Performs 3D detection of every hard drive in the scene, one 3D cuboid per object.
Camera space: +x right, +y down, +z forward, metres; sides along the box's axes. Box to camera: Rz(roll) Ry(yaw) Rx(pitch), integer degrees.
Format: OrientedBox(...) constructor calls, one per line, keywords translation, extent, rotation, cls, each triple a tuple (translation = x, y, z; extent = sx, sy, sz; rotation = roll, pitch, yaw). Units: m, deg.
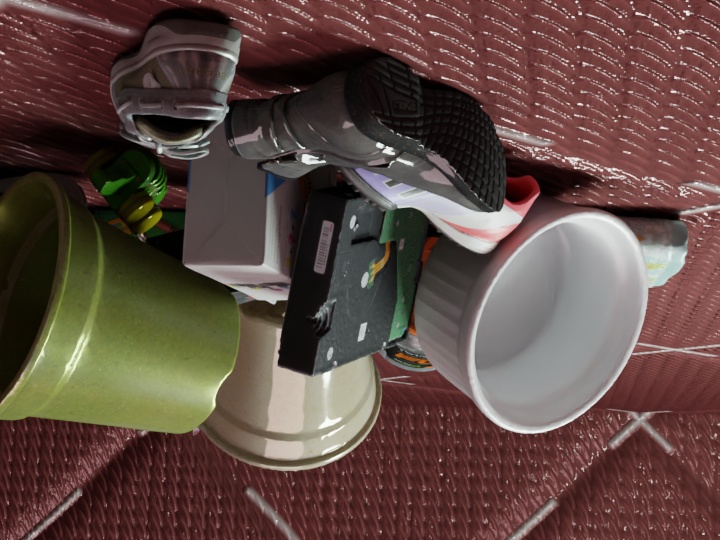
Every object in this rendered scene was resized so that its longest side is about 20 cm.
OrientedBox(translation=(0.000, 0.000, 1.279), extent=(0.038, 0.140, 0.200), rotation=(16, -168, 21), cls="hard drive")

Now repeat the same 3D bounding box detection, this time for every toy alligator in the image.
OrientedBox(translation=(-0.183, -0.067, 1.337), extent=(0.054, 0.059, 0.200), rotation=(-38, 171, -5), cls="toy alligator")

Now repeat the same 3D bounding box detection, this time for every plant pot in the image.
OrientedBox(translation=(-0.070, 0.062, 1.576), extent=(0.200, 0.201, 0.184), rotation=(3, 139, -4), cls="plant pot")
OrientedBox(translation=(-0.204, 0.046, 1.274), extent=(0.184, 0.201, 0.200), rotation=(21, 161, -33), cls="plant pot")

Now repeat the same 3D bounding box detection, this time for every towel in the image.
OrientedBox(translation=(0.216, -0.015, 1.541), extent=(0.170, 0.048, 0.200), rotation=(1, 170, 3), cls="towel")

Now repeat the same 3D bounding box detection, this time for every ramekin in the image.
OrientedBox(translation=(0.142, 0.028, 1.377), extent=(0.200, 0.201, 0.098), rotation=(11, -167, -40), cls="ramekin")

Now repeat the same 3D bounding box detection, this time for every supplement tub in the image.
OrientedBox(translation=(0.066, 0.032, 1.624), extent=(0.122, 0.123, 0.200), rotation=(2, 170, -1), cls="supplement tub")

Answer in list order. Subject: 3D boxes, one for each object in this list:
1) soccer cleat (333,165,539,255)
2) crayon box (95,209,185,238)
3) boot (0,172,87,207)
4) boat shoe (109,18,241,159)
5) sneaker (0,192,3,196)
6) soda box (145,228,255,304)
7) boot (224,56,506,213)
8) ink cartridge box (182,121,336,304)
OrientedBox(translation=(0.054, -0.076, 1.227), extent=(0.200, 0.068, 0.073), rotation=(26, 122, -40), cls="soccer cleat")
OrientedBox(translation=(-0.192, -0.012, 1.614), extent=(0.118, 0.059, 0.200), rotation=(2, 170, 2), cls="crayon box")
OrientedBox(translation=(-0.339, -0.044, 1.421), extent=(0.199, 0.073, 0.090), rotation=(2, 164, -3), cls="boot")
OrientedBox(translation=(-0.122, -0.107, 1.048), extent=(0.074, 0.065, 0.202), rotation=(6, 169, -18), cls="boat shoe")
OrientedBox(translation=(-0.326, -0.046, 1.323), extent=(0.199, 0.071, 0.099), rotation=(22, 170, -3), cls="sneaker")
OrientedBox(translation=(-0.082, -0.015, 1.407), extent=(0.199, 0.071, 0.063), rotation=(-14, 169, -1), cls="soda box")
OrientedBox(translation=(0.007, -0.087, 1.120), extent=(0.131, 0.070, 0.200), rotation=(-11, 153, 34), cls="boot")
OrientedBox(translation=(-0.068, -0.042, 1.258), extent=(0.068, 0.116, 0.200), rotation=(0, 170, 17), cls="ink cartridge box")
